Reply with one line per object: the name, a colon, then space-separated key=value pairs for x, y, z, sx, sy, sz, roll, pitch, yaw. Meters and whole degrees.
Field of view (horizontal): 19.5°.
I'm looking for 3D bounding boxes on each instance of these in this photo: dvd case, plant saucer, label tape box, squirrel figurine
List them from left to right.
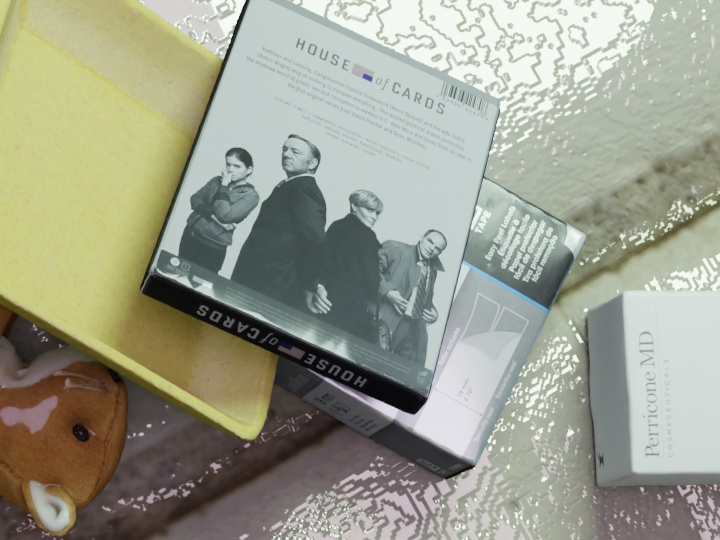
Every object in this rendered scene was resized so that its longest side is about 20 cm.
squirrel figurine: x=-0.220 y=0.075 z=1.052 sx=0.186 sy=0.142 sz=0.201 roll=38 pitch=89 yaw=-13
plant saucer: x=-0.121 y=-0.035 z=1.037 sx=0.199 sy=0.048 sz=0.201 roll=34 pitch=48 yaw=-29
dvd case: x=-0.014 y=-0.040 z=1.060 sx=0.149 sy=0.025 sz=0.201 roll=24 pitch=51 yaw=-10
label tape box: x=0.000 y=0.000 z=1.129 sx=0.199 sy=0.063 sz=0.145 roll=29 pitch=75 yaw=-5

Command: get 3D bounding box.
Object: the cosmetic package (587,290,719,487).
cosmetic package: x=0.231 y=0.065 z=1.160 sx=0.198 sy=0.071 sz=0.102 roll=0 pitch=80 yaw=-11
